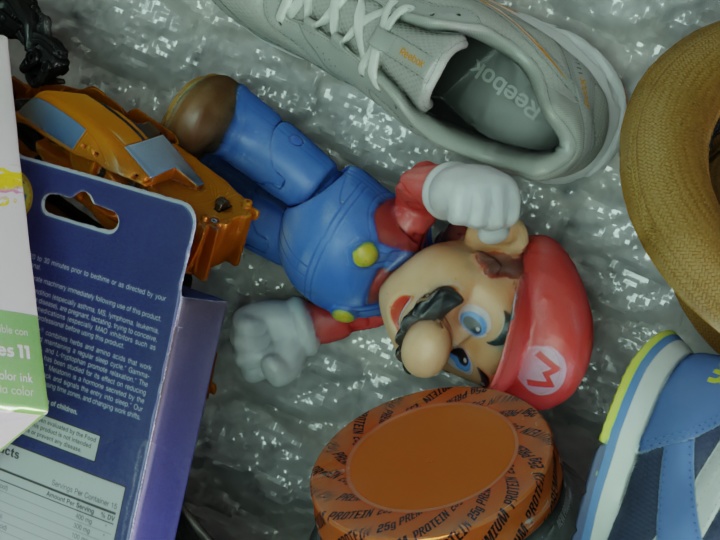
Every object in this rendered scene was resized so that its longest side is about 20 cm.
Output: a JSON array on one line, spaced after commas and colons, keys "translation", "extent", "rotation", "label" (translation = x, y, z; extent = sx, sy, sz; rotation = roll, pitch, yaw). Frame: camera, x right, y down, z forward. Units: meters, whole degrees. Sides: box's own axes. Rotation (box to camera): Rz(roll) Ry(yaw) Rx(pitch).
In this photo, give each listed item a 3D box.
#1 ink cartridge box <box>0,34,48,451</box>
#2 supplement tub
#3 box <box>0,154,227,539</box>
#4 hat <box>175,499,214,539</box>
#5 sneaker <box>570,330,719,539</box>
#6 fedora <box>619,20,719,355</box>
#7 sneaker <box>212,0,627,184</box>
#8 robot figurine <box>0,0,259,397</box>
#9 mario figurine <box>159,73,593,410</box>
[{"translation": [-0.183, -0.019, 0.994], "extent": [0.117, 0.067, 0.201], "rotation": [-36, 55, 47], "label": "ink cartridge box"}, {"translation": [0.048, 0.154, 1.025], "extent": [0.122, 0.123, 0.200], "rotation": [-7, 123, 14], "label": "supplement tub"}, {"translation": [-0.117, 0.062, 0.996], "extent": [0.121, 0.032, 0.201], "rotation": [17, 97, 38], "label": "box"}, {"translation": [-0.092, 0.147, 1.054], "extent": [0.081, 0.201, 0.201], "rotation": [-34, 91, -18], "label": "hat"}, {"translation": [0.113, 0.124, 0.923], "extent": [0.082, 0.074, 0.201], "rotation": [15, 84, 18], "label": "sneaker"}, {"translation": [0.186, -0.008, 1.002], "extent": [0.200, 0.201, 0.082], "rotation": [34, 144, 5], "label": "fedora"}, {"translation": [0.015, -0.098, 1.037], "extent": [0.200, 0.092, 0.076], "rotation": [27, 103, 7], "label": "sneaker"}, {"translation": [-0.133, -0.033, 1.065], "extent": [0.200, 0.058, 0.145], "rotation": [34, 129, 26], "label": "robot figurine"}, {"translation": [0.000, 0.000, 1.045], "extent": [0.200, 0.124, 0.106], "rotation": [27, 76, 13], "label": "mario figurine"}]
